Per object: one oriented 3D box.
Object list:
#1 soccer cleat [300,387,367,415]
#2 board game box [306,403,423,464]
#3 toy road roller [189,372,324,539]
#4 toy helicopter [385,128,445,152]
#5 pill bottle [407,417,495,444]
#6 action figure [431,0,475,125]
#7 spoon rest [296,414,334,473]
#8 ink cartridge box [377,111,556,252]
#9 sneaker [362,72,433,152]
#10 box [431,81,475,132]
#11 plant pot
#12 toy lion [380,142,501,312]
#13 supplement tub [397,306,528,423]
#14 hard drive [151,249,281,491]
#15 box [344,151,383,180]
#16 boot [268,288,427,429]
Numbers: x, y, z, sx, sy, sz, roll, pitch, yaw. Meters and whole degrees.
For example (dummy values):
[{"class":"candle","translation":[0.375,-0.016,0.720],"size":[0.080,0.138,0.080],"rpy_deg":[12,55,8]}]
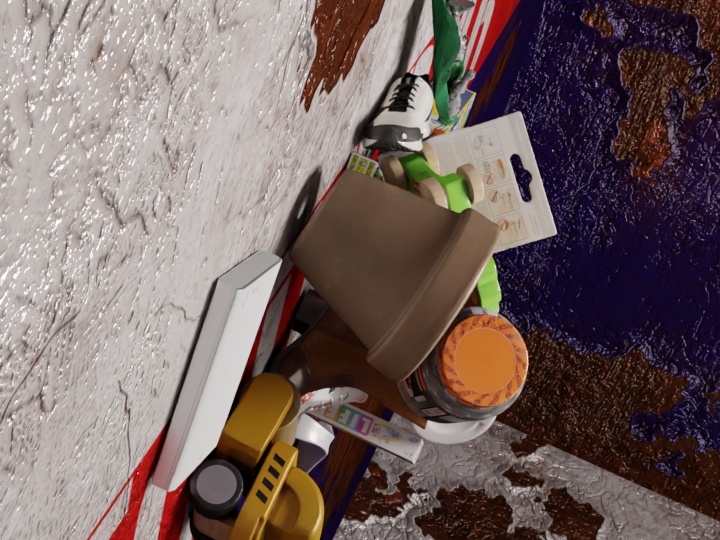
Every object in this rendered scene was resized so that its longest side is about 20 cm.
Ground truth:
[{"class":"soccer cleat","translation":[-0.036,0.147,1.595],"size":[0.199,0.086,0.069],"rpy_deg":[-40,-178,-24]},{"class":"board game box","translation":[-0.011,0.203,1.686],"size":[0.135,0.198,0.035],"rpy_deg":[71,44,-79]},{"class":"toy road roller","translation":[-0.094,0.229,1.365],"size":[0.124,0.144,0.202],"rpy_deg":[103,13,-57]},{"class":"toy helicopter","translation":[0.080,-0.085,1.688],"size":[0.132,0.078,0.203],"rpy_deg":[-47,-124,52]},{"class":"pill bottle","translation":[0.107,0.113,1.631],"size":[0.202,0.118,0.121],"rpy_deg":[-98,-161,-47]},{"class":"action figure","translation":[0.112,-0.257,1.540],"size":[0.202,0.054,0.119],"rpy_deg":[91,-6,-50]},{"class":"spoon rest","translation":[-0.073,0.279,2.016],"size":[0.200,0.060,0.100],"rpy_deg":[85,28,-73]},{"class":"ink cartridge box","translation":[0.136,-0.099,1.577],"size":[0.047,0.197,0.162],"rpy_deg":[-33,106,-66]},{"class":"sneaker","translation":[0.047,-0.191,1.507],"size":[0.200,0.072,0.081],"rpy_deg":[-61,157,-70]},{"class":"box","translation":[0.108,-0.215,1.812],"size":[0.200,0.069,0.065],"rpy_deg":[-55,167,-61]},{"class":"plant pot","translation":[0.025,-0.014,1.315],"size":[0.201,0.174,0.200],"rpy_deg":[-54,-177,3]},{"class":"toy lion","translation":[0.104,-0.038,1.491],"size":[0.200,0.068,0.194],"rpy_deg":[-140,-147,-63]},{"class":"supplement tub","translation":[0.114,0.107,1.399],"size":[0.124,0.121,0.200],"rpy_deg":[-65,-175,-12]},{"class":"hard drive","translation":[-0.131,0.089,1.152],"size":[0.132,0.026,0.203],"rpy_deg":[-45,157,-72]},{"class":"box","translation":[-0.007,-0.069,1.546],"size":[0.200,0.034,0.111],"rpy_deg":[56,57,-81]},{"class":"boot","translation":[-0.010,0.143,1.508],"size":[0.069,0.198,0.190],"rpy_deg":[111,5,-66]}]
